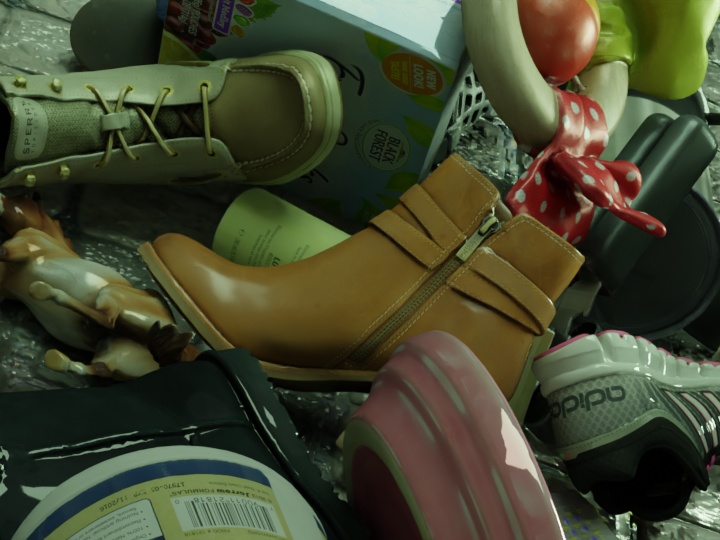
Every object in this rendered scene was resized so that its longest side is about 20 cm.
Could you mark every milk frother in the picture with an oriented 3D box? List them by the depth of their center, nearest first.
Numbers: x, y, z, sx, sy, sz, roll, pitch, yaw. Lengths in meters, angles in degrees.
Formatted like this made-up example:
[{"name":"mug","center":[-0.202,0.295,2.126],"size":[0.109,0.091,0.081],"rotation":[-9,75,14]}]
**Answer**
[{"name":"milk frother","center":[0.202,-0.073,1.638],"size":[0.180,0.201,0.188],"rotation":[22,27,-8]}]

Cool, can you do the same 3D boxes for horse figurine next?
[{"name":"horse figurine","center":[-0.147,0.013,1.373],"size":[0.200,0.050,0.132],"rotation":[29,9,31]}]

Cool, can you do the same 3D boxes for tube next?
[{"name":"tube","center":[0.011,0.020,1.471],"size":[0.199,0.058,0.052],"rotation":[30,68,22]}]

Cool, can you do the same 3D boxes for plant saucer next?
[{"name":"plant saucer","center":[0.041,0.128,1.180],"size":[0.051,0.201,0.201],"rotation":[-17,40,-14]}]

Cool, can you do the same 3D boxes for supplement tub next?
[{"name":"supplement tub","center":[-0.057,0.178,1.047],"size":[0.144,0.145,0.200],"rotation":[8,30,-24]}]

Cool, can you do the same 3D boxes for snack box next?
[{"name":"snack box","center":[-0.027,-0.118,1.552],"size":[0.168,0.200,0.068],"rotation":[24,63,2]}]

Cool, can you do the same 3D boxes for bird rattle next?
[{"name":"bird rattle","center":[0.103,-0.107,1.466],"size":[0.163,0.112,0.200],"rotation":[51,50,-25]}]

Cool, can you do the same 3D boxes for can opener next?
[{"name":"can opener","center":[0.132,0.001,1.504],"size":[0.066,0.200,0.053],"rotation":[43,-19,-30]}]

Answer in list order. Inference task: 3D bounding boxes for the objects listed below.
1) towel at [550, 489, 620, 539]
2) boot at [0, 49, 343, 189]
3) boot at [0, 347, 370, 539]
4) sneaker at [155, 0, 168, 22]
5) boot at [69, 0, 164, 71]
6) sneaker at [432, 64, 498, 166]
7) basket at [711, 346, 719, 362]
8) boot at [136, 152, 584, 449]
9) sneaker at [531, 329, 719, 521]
[{"name":"towel","center":[0.111,0.174,1.313],"size":[0.143,0.023,0.200],"rotation":[0,34,-38]},{"name":"boot","center":[-0.120,-0.079,1.471],"size":[0.154,0.073,0.199],"rotation":[-3,0,-42]},{"name":"boot","center":[-0.091,0.126,1.200],"size":[0.167,0.077,0.201],"rotation":[-12,55,-31]},{"name":"sneaker","center":[-0.022,-0.156,1.656],"size":[0.199,0.089,0.075],"rotation":[-10,23,-4]},{"name":"boot","center":[-0.089,-0.139,1.710],"size":[0.199,0.074,0.075],"rotation":[-2,-5,-20]},{"name":"sneaker","center":[0.037,-0.115,1.755],"size":[0.079,0.076,0.200],"rotation":[13,19,27]},{"name":"basket","center":[0.304,0.005,1.558],"size":[0.123,0.136,0.200],"rotation":[35,53,8]},{"name":"boot","center":[0.000,0.000,1.383],"size":[0.200,0.156,0.077],"rotation":[36,-2,17]},{"name":"sneaker","center":[0.160,0.093,1.444],"size":[0.200,0.073,0.088],"rotation":[20,59,-52]}]
